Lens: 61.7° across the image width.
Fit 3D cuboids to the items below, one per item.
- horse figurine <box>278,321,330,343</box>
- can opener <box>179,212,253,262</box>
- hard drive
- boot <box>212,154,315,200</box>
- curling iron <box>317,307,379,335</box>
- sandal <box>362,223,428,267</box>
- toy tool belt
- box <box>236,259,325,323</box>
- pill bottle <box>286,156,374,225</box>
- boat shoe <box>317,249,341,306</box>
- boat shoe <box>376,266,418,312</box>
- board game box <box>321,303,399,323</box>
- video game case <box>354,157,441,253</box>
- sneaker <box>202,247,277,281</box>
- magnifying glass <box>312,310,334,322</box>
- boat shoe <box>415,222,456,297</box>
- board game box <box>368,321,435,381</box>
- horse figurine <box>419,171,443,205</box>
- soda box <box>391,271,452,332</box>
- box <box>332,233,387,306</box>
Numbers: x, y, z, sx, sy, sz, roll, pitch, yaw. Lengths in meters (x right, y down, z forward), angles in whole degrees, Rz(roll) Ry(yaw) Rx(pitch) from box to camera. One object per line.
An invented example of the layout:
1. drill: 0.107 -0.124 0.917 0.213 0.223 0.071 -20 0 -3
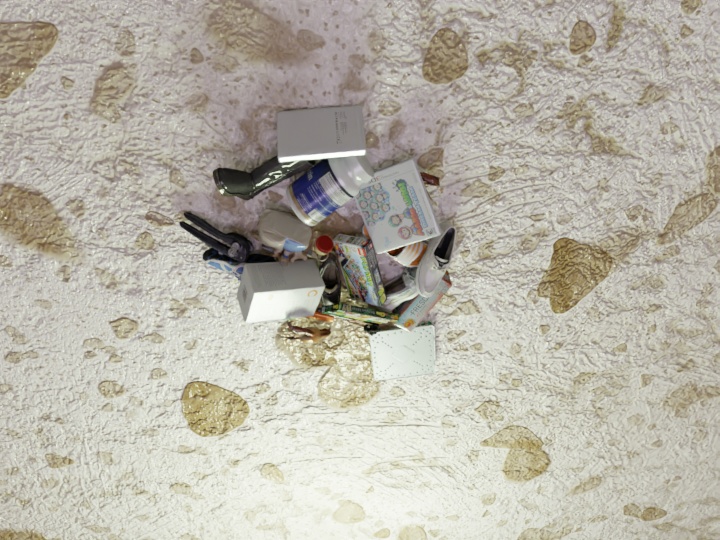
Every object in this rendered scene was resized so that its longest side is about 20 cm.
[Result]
1. horse figurine: -0.154 0.177 1.677 0.129 0.051 0.200 2 170 3
2. can opener: -0.368 -0.082 1.531 0.197 0.079 0.064 24 95 -9
3. hard drive: -0.089 -0.309 1.358 0.195 0.134 0.027 -5 152 -1
4. boot: -0.220 -0.233 1.395 0.196 0.181 0.074 -18 85 19
5. curling iron: -0.031 0.139 1.736 0.197 0.050 0.026 22 123 -16
6. sandal: 0.097 -0.065 1.576 0.204 0.059 0.080 24 93 -20
7. toy tool belt: -0.177 -0.076 1.542 0.197 0.127 0.123 21 153 -15
8. box: -0.210 0.053 1.577 0.196 0.098 0.125 -4 139 -29
9. pill bottle: -0.071 -0.206 1.441 0.198 0.117 0.116 -33 122 18
10. boat shoe: -0.088 0.038 1.645 0.071 0.065 0.203 -7 127 -2
11. boat shoe: 0.111 0.042 1.662 0.201 0.075 0.064 -35 125 28
12. board game box: 0.000 0.121 1.675 0.197 0.024 0.104 13 168 -29
13. video game case: 0.085 -0.156 1.490 0.179 0.024 0.203 -16 110 24
14. sneaker: -0.321 -0.006 1.588 0.196 0.076 0.078 14 120 -13
15. magnifying glass: -0.172 0.117 1.723 0.196 0.023 0.081 12 124 -14
16. boat shoe: 0.203 -0.025 1.571 0.071 0.066 0.203 22 91 -17
17. board game box: 0.129 0.247 1.837 0.195 0.026 0.203 -7 125 0
18. horse figurine: 0.124 -0.178 1.514 0.131 0.050 0.201 25 127 -10
19. soda box: 0.170 0.076 1.691 0.063 0.069 0.201 28 118 -21
20. box: 0.000 0.000 1.609 0.108 0.035 0.203 13 134 35
